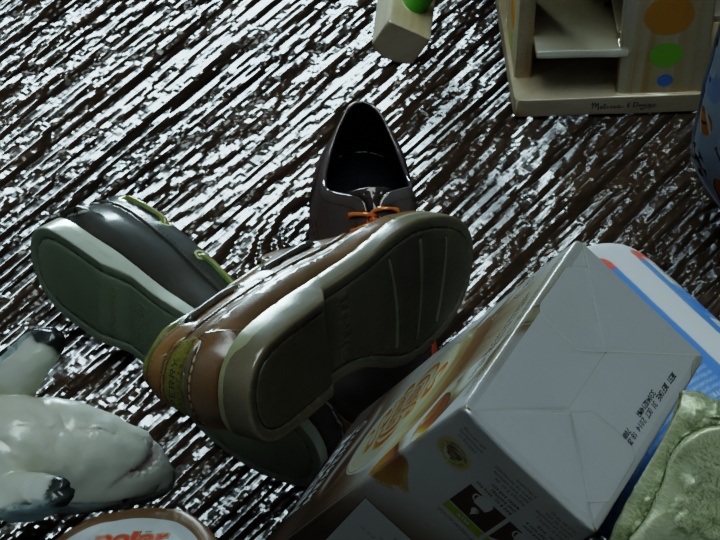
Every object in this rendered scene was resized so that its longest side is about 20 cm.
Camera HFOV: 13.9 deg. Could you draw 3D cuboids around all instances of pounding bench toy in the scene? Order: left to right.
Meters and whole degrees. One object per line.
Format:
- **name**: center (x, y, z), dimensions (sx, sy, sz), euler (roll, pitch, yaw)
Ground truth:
- **pounding bench toy**: center (0.105, -0.183, 1.604), dimensions (0.199, 0.156, 0.125), euler (-2, 46, -2)

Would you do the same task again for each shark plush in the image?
- **shark plush**: center (-0.190, 0.110, 1.376), dimensions (0.199, 0.083, 0.091), euler (-25, 58, 6)

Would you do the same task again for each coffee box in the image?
- **coffee box**: center (0.048, 0.087, 1.310), dimensions (0.080, 0.200, 0.114), euler (42, 51, -5)

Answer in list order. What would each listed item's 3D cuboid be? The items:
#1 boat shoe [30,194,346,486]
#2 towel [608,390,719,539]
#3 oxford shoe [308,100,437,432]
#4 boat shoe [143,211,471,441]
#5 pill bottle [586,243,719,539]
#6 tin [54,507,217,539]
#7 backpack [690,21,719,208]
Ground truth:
- **boat shoe**: center (-0.075, 0.028, 1.459), dimensions (0.201, 0.072, 0.060), euler (38, 50, 25)
- **towel**: center (0.189, 0.147, 1.269), dimensions (0.199, 0.149, 0.036), euler (21, 6, -22)
- **oxford shoe**: center (0.000, 0.000, 1.486), dimensions (0.071, 0.073, 0.201), euler (-4, 46, -4)
- **boat shoe**: center (-0.022, 0.014, 1.375), dimensions (0.068, 0.072, 0.200), euler (13, 23, 31)
- **pill bottle**: center (0.153, 0.086, 1.375), dimensions (0.112, 0.113, 0.200), euler (-26, 49, -23)
- **tin**: center (-0.117, 0.187, 1.307), dimensions (0.111, 0.042, 0.201), euler (-2, 43, 21)
- **backpack**: center (0.266, -0.070, 1.486), dimensions (0.154, 0.200, 0.191), euler (-30, 60, -20)
